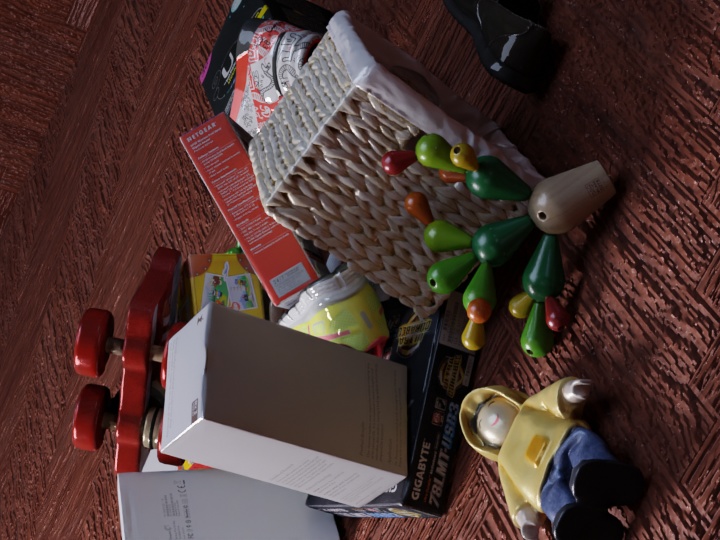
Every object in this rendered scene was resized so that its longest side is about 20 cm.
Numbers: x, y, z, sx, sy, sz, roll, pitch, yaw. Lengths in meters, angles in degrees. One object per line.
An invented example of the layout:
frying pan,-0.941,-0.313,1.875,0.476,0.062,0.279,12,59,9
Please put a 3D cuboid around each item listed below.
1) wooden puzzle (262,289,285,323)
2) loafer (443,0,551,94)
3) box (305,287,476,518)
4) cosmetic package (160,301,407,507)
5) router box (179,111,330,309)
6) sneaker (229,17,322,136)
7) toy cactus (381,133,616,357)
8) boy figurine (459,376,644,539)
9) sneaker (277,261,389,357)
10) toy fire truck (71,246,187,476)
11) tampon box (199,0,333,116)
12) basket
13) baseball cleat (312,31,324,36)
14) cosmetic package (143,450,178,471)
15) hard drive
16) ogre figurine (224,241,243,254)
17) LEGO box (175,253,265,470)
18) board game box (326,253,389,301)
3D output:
wooden puzzle,-0.099,0.113,1.772,0.200,0.046,0.186,180,89,-72
loafer,0.136,-0.239,1.538,0.071,0.073,0.200,-53,35,24
box,0.031,0.123,1.502,0.200,0.050,0.199,-16,56,64
cosmetic package,-0.062,0.115,1.396,0.081,0.199,0.113,-42,37,46
router box,-0.092,-0.051,1.592,0.049,0.180,0.200,-30,-5,3
sneaker,-0.085,-0.172,1.834,0.108,0.067,0.202,16,111,32
toy cactus,0.121,-0.036,1.305,0.165,0.201,0.102,-30,-6,4
boy figurine,0.137,0.131,1.224,0.125,0.064,0.200,-69,25,11
sneaker,-0.018,0.056,1.516,0.078,0.090,0.200,-34,-5,-11
toy fire truck,-0.212,0.095,1.659,0.168,0.112,0.201,-71,-11,-65
tampon box,-0.100,-0.246,2.013,0.150,0.126,0.200,-63,23,16
basket,0.025,-0.092,1.439,0.161,0.198,0.200,-52,20,11
baseball cleat,-0.072,-0.175,1.910,0.070,0.106,0.201,-133,65,-73
cosmetic package,-0.194,0.210,1.913,0.108,0.085,0.200,-57,24,25
hard drive,-0.128,0.234,1.585,0.132,0.199,0.026,-111,23,-58
ogre figurine,-0.068,-0.063,1.813,0.200,0.098,0.120,-30,17,-22
LEGO box,-0.147,0.101,1.721,0.149,0.077,0.201,131,134,-64
board game box,0.000,0.000,1.693,0.201,0.034,0.126,-70,21,2
